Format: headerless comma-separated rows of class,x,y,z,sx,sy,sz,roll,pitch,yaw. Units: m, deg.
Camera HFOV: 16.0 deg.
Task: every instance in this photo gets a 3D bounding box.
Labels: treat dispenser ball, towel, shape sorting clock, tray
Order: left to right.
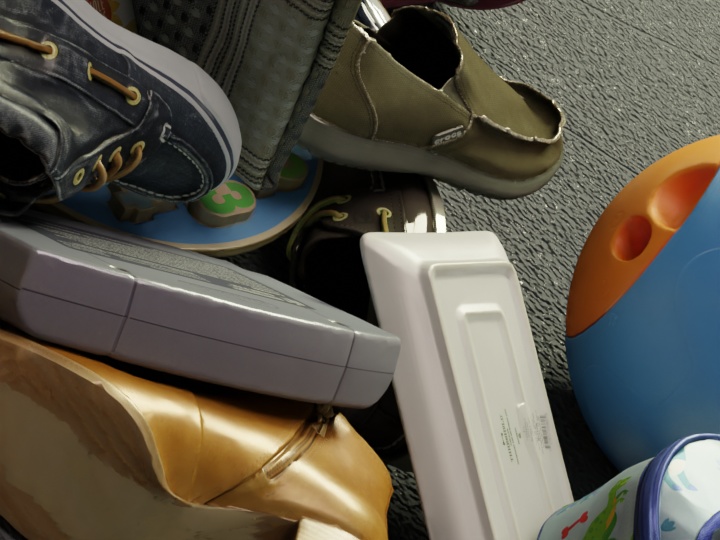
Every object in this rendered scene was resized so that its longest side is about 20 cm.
shape sorting clock,-0.107,-0.086,1.187,0.199,0.039,0.201,23,37,-18
towel,-0.077,-0.158,1.092,0.193,0.201,0.034,44,44,20
tray,0.060,0.077,1.130,0.107,0.022,0.201,-2,76,-54
treat dispenser ball,0.200,0.030,1.269,0.200,0.201,0.201,31,30,-20

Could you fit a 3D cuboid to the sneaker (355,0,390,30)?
sneaker,-0.074,-0.146,1.300,0.200,0.070,0.108,39,22,9

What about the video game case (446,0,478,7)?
video game case,-0.037,-0.207,1.244,0.200,0.019,0.143,44,-10,-30

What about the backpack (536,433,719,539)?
backpack,0.170,0.168,1.066,0.182,0.147,0.201,25,43,-31

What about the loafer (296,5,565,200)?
loafer,0.038,-0.083,1.215,0.075,0.070,0.199,40,22,32

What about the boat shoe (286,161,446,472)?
boat shoe,0.000,0.000,1.192,0.060,0.072,0.202,27,34,-34

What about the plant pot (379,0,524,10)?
plant pot,0.029,-0.232,1.449,0.200,0.200,0.179,48,43,11

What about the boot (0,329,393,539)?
boot,-0.075,0.068,1.021,0.201,0.071,0.144,35,19,-10

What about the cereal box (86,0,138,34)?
cereal box,-0.162,-0.147,1.055,0.039,0.201,0.144,8,28,36

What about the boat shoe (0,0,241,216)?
boat shoe,-0.117,-0.053,1.022,0.200,0.070,0.091,37,44,-49

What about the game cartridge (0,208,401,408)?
game cartridge,-0.085,0.012,1.037,0.199,0.042,0.133,15,10,-43
